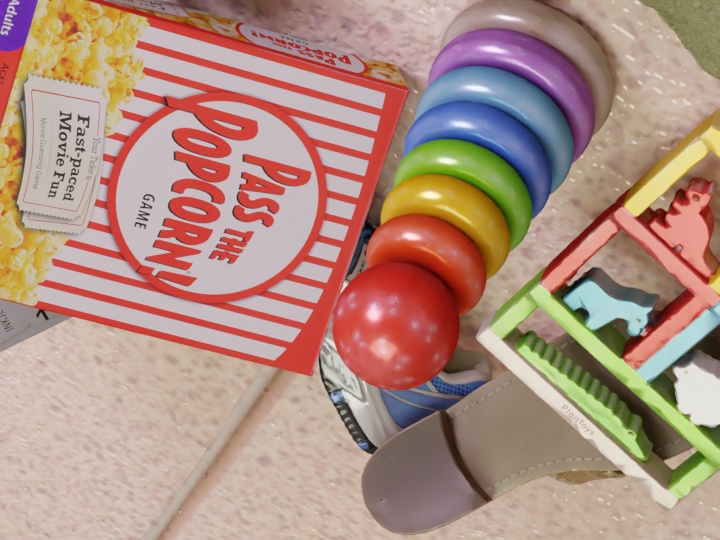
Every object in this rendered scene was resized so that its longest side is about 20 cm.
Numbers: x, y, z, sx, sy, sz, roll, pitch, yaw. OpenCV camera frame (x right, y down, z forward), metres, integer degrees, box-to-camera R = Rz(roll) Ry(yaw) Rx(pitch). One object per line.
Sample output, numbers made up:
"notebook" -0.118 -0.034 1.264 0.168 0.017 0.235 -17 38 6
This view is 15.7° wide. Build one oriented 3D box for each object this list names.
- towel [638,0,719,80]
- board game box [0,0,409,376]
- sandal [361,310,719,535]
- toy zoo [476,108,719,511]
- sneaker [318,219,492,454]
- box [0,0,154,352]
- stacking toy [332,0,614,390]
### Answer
"towel" 0.156 -0.135 1.035 0.148 0.037 0.200 11 153 45
"board game box" -0.095 -0.048 1.226 0.199 0.046 0.152 14 108 -14
"sandal" 0.104 0.075 1.330 0.211 0.070 0.078 -24 83 16
"toy zoo" 0.165 0.013 1.217 0.131 0.020 0.200 41 123 -7
"sneaker" 0.000 0.000 1.323 0.077 0.076 0.200 -20 122 16
"box" -0.167 -0.042 1.288 0.200 0.041 0.156 -27 132 -1
"stacking toy" 0.040 -0.029 1.145 0.085 0.200 0.086 18 140 16
